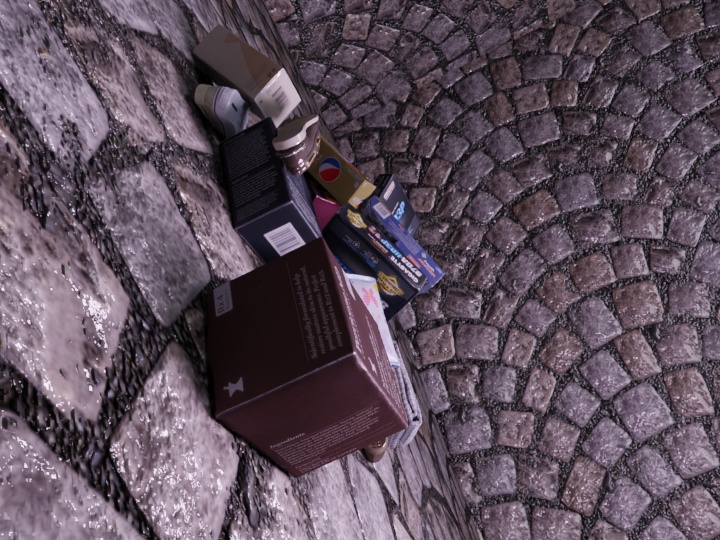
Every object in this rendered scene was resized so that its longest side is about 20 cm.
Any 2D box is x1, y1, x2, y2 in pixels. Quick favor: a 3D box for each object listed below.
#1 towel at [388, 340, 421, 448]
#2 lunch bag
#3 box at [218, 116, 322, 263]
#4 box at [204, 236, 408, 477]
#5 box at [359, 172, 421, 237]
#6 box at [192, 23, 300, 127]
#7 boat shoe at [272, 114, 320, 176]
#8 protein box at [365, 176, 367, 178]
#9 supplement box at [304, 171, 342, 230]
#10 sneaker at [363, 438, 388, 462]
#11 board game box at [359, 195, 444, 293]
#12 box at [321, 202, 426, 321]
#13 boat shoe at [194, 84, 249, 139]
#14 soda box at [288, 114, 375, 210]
[{"bbox_3d":[0.065,0.280,1.360,0.167,0.083,0.204,97,-22,-60],"label":"towel"},{"bbox_3d":[-0.053,0.098,0.987,0.197,0.126,0.173,9,54,-46],"label":"lunch bag"},{"bbox_3d":[-0.151,-0.127,1.038,0.149,0.105,0.204,56,13,-54],"label":"box"},{"bbox_3d":[-0.062,0.109,0.717,0.201,0.161,0.169,59,10,-50],"label":"box"},{"bbox_3d":[0.049,-0.084,1.327,0.160,0.045,0.202,55,53,-37],"label":"box"},{"bbox_3d":[-0.211,-0.358,1.115,0.199,0.078,0.095,41,-6,26],"label":"box"},{"bbox_3d":[-0.098,-0.211,1.000,0.201,0.070,0.061,-85,156,-66],"label":"boat shoe"},{"bbox_3d":[-0.036,-0.093,1.471,0.202,0.194,0.137,-101,166,-59],"label":"protein box"},{"bbox_3d":[-0.104,-0.156,1.210,0.109,0.086,0.202,17,30,-42],"label":"supplement box"},{"bbox_3d":[0.020,0.288,1.227,0.077,0.068,0.203,97,-4,-46],"label":"sneaker"},{"bbox_3d":[0.029,0.000,1.179,0.200,0.200,0.061,47,40,6],"label":"board game box"},{"bbox_3d":[0.000,0.000,1.102,0.199,0.159,0.046,43,40,-3],"label":"box"},{"bbox_3d":[-0.235,-0.277,1.044,0.061,0.074,0.200,22,-6,-2],"label":"boat shoe"},{"bbox_3d":[-0.065,-0.202,1.142,0.200,0.064,0.067,45,11,18],"label":"soda box"}]
